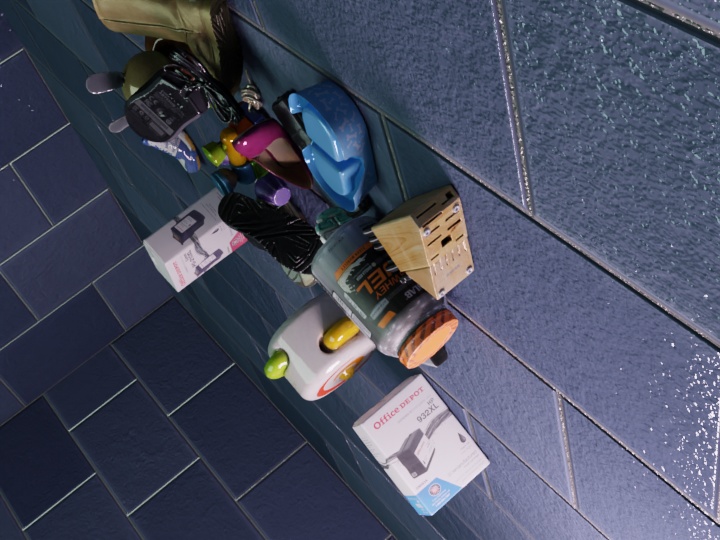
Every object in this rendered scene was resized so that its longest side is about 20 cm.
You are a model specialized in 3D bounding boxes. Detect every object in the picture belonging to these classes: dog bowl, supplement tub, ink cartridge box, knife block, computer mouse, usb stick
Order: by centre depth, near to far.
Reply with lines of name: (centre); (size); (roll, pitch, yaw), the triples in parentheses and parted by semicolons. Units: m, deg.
knife block: (0.056, -0.056, 1.254); (0.175, 0.064, 0.201); (40, 161, 36)
dog bowl: (-0.031, -0.162, 1.302); (0.111, 0.049, 0.200); (44, 164, 30)
supplement tub: (0.035, 0.031, 1.406); (0.200, 0.122, 0.123); (46, 164, 19)
usb stick: (-0.055, -0.161, 1.412); (0.201, 0.033, 0.055); (55, 158, -8)
computer mouse: (-0.262, -0.247, 1.464); (0.199, 0.053, 0.139); (-18, 126, 42)
ink cartridge box: (0.105, 0.305, 1.779); (0.200, 0.145, 0.084); (52, 165, 2)
ink cartridge box: (-0.356, -0.066, 2.206); (0.084, 0.200, 0.145); (46, 164, 21)

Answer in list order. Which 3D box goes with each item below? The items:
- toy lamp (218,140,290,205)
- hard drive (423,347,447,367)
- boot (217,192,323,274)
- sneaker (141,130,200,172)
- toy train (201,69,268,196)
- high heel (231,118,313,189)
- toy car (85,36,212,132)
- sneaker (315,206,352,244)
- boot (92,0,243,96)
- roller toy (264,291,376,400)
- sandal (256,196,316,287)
toy lamp: (-0.185, -0.168, 1.738); (0.200, 0.058, 0.058); (38, 160, 42)
hard drive: (0.058, 0.084, 1.634); (0.140, 0.033, 0.200); (56, 165, -11)
boot: (-0.128, -0.056, 1.643); (0.199, 0.077, 0.168); (29, 180, 9)
sneaker: (-0.412, -0.276, 2.110); (0.075, 0.088, 0.201); (24, 150, 57)
toy train: (-0.196, -0.208, 1.562); (0.085, 0.116, 0.200); (42, 162, 32)
high heel: (-0.115, -0.159, 1.432); (0.097, 0.067, 0.200); (59, -161, 2)
toy car: (-0.322, -0.302, 1.559); (0.158, 0.200, 0.165); (38, 160, 41)
sneaker: (0.000, 0.000, 1.536); (0.091, 0.077, 0.201); (82, 163, -76)
boot: (-0.272, -0.339, 1.441); (0.199, 0.066, 0.176); (14, 137, 21)
roller toy: (-0.060, 0.138, 1.827); (0.140, 0.200, 0.182); (48, -160, 14)
sandal: (-0.115, -0.069, 1.759); (0.080, 0.057, 0.202); (-32, 77, 39)
